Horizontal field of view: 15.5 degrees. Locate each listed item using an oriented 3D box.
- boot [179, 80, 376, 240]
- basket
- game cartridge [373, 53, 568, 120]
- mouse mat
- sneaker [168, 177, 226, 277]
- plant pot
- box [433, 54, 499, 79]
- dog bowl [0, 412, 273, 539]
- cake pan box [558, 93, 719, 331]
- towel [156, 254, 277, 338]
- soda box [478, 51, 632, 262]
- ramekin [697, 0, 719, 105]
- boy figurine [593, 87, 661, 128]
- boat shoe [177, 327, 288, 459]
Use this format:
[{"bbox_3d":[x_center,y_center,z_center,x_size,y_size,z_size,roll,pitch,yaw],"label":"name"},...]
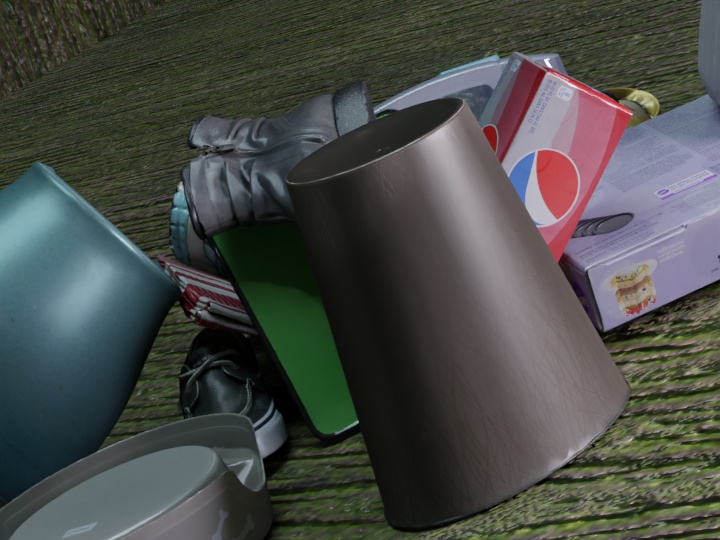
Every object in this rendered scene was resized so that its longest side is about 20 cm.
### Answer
[{"bbox_3d":[-0.048,-0.039,1.703,0.131,0.070,0.200,-13,34,6],"label":"boot"},{"bbox_3d":[0.046,0.016,1.505,0.136,0.201,0.180,-10,20,47],"label":"basket"},{"bbox_3d":[0.064,-0.065,1.811,0.199,0.134,0.041,-25,3,1],"label":"game cartridge"},{"bbox_3d":[0.000,0.000,1.736,0.160,0.201,0.008,-26,-26,-8],"label":"mouse mat"},{"bbox_3d":[-0.074,-0.004,1.967,0.086,0.078,0.200,10,-15,21],"label":"sneaker"},{"bbox_3d":[-0.226,0.039,1.767,0.188,0.200,0.200,-48,16,-4],"label":"plant pot"},{"bbox_3d":[0.060,-0.089,1.947,0.049,0.083,0.200,-20,-4,-21],"label":"box"},{"bbox_3d":[-0.142,0.159,1.591,0.199,0.059,0.200,-24,13,6],"label":"dog bowl"},{"bbox_3d":[0.200,-0.045,1.714,0.199,0.053,0.184,-25,25,-13],"label":"cake pan box"},{"bbox_3d":[-0.063,0.034,1.837,0.143,0.023,0.200,18,5,-15],"label":"towel"},{"bbox_3d":[0.088,-0.029,1.645,0.201,0.070,0.063,-64,23,7],"label":"soda box"},{"bbox_3d":[0.316,-0.153,1.746,0.199,0.106,0.200,9,15,-2],"label":"ramekin"},{"bbox_3d":[0.185,-0.105,1.958,0.124,0.065,0.200,19,9,20],"label":"boy figurine"},{"bbox_3d":[-0.096,0.085,1.764,0.072,0.071,0.200,-24,13,-2],"label":"boat shoe"}]
